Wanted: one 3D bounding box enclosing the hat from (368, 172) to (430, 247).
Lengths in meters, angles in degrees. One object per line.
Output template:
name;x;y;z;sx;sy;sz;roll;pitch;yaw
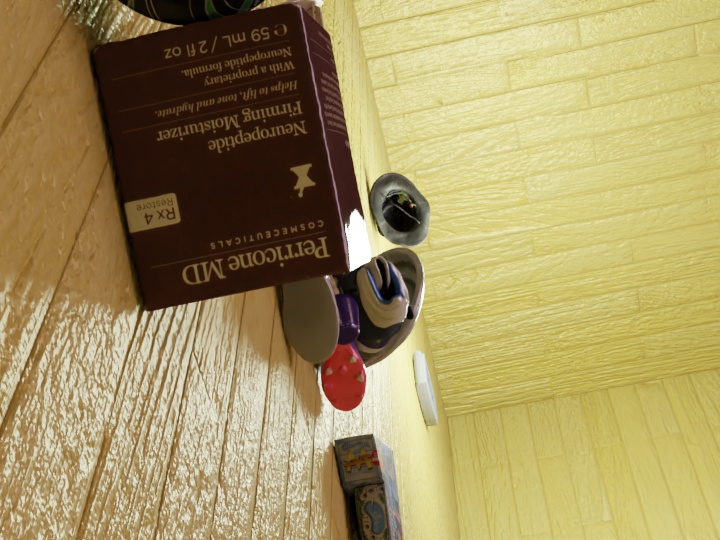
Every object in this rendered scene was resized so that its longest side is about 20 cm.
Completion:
hat;0.079;-0.135;2.935;0.199;0.081;0.203;18;57;-30

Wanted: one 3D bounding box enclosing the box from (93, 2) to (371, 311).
box;-0.093;-0.087;0.948;0.164;0.164;0.203;-30;108;-84

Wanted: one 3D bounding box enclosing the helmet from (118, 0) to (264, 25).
helmet;-0.123;-0.277;0.884;0.191;0.198;0.202;-44;-134;48

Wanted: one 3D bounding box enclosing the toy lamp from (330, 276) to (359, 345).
toy lamp;-0.045;0.016;1.549;0.201;0.058;0.059;-113;-175;-46

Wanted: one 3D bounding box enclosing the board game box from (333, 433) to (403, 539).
board game box;0.014;0.322;1.719;0.200;0.061;0.202;67;14;-59

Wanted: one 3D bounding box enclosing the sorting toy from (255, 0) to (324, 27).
sorting toy;-0.101;-0.254;1.525;0.180;0.105;0.203;1;78;-76

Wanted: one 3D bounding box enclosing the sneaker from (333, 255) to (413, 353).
sneaker;0.000;0.000;1.632;0.201;0.080;0.147;59;-32;23

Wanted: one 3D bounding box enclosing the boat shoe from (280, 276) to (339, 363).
boat shoe;-0.065;0.011;1.468;0.065;0.073;0.203;-31;111;-79

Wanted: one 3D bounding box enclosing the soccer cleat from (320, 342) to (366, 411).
soccer cleat;-0.036;0.101;1.641;0.077;0.066;0.202;-99;173;-59

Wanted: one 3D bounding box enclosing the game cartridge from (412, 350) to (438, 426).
game cartridge;0.181;0.336;3.330;0.134;0.041;0.201;-88;167;-44

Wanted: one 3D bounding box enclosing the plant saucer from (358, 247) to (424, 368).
plant saucer;0.034;0.064;1.751;0.050;0.200;0.202;32;34;-29
